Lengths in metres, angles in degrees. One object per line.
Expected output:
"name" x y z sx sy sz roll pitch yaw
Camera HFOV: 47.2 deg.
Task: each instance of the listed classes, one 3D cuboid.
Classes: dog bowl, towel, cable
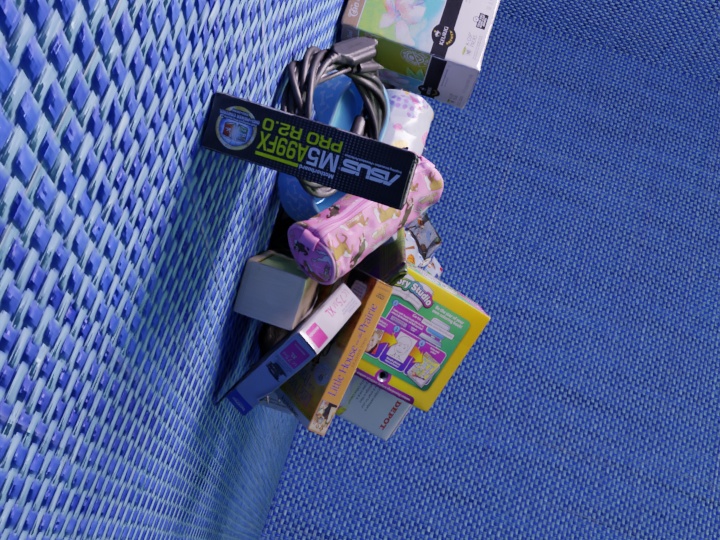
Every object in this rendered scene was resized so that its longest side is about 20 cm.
"dog bowl" -0.027 -0.149 0.992 0.111 0.049 0.203 22 87 -46
"towel" 0.000 0.000 1.136 0.200 0.023 0.145 -42 -148 34
"cable" -0.034 -0.162 0.896 0.200 0.050 0.166 -42 143 -51

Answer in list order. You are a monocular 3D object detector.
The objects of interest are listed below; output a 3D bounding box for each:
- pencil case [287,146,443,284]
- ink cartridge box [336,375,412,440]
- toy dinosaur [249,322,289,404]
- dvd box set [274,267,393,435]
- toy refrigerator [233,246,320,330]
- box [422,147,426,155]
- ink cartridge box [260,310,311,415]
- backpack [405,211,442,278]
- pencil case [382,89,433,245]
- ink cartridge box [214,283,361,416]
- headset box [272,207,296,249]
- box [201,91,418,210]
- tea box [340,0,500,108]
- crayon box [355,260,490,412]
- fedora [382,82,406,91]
"pencil case" 0.007 -0.065 0.958 0.199 0.082 0.088 -38 121 -27
"ink cartridge box" -0.006 0.149 1.282 0.146 0.198 0.084 -56 -160 10
"toy dinosaur" -0.124 0.092 1.239 0.103 0.076 0.201 -51 -159 27
"dvd box set" -0.039 0.092 1.060 0.203 0.029 0.146 -64 -155 1
"toy refrigerator" -0.096 0.015 1.040 0.200 0.075 0.071 -50 158 -83
"box" 0.056 -0.142 1.254 0.200 0.032 0.123 -91 -154 -76
"ink cartridge box" -0.113 0.130 1.390 0.146 0.083 0.204 79 28 -84
"backpack" 0.031 -0.005 1.357 0.199 0.156 0.190 -29 -176 39
"pencil case" 0.032 -0.134 1.080 0.091 0.082 0.203 -19 -129 70
"ink cartridge box" -0.091 0.105 1.009 0.199 0.042 0.119 -39 -175 38
"headset box" -0.053 -0.104 1.153 0.200 0.076 0.151 -62 170 -83
"box" -0.031 -0.098 0.696 0.200 0.157 0.045 -60 167 -83
"tea box" 0.089 -0.365 1.127 0.134 0.193 0.203 101 7 -79
"crayon box" 0.061 0.085 1.197 0.174 0.198 0.058 -57 -157 8
"fedora" 0.021 -0.278 1.405 0.201 0.090 0.204 -164 -90 -83
